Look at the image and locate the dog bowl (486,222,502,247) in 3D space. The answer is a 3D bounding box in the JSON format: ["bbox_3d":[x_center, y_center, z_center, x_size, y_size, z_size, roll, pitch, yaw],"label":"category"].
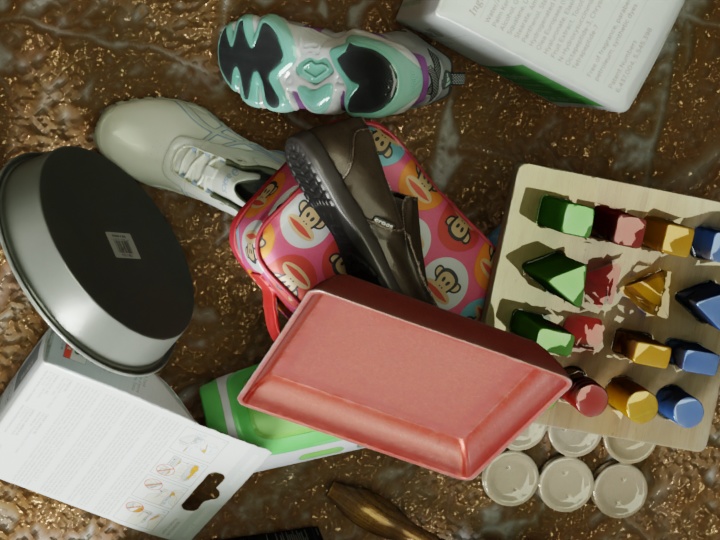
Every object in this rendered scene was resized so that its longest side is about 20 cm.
[{"bbox_3d":[0.170,0.036,1.450,0.050,0.111,0.200,-31,101,11],"label":"dog bowl"}]

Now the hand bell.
[{"bbox_3d":[0.060,0.237,1.496,0.200,0.104,0.104,28,93,2],"label":"hand bell"}]

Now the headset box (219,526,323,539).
[{"bbox_3d":[-0.117,0.286,1.420,0.200,0.174,0.093,-7,98,-8],"label":"headset box"}]

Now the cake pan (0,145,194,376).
[{"bbox_3d":[-0.199,-0.013,1.359,0.037,0.200,0.200,-32,102,23],"label":"cake pan"}]

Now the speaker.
[{"bbox_3d":[-0.029,0.111,1.456,0.200,0.088,0.089,-12,99,-6],"label":"speaker"}]

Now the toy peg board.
[{"bbox_3d":[0.203,0.035,1.343,0.199,0.098,0.200,11,96,-9],"label":"toy peg board"}]

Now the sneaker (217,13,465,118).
[{"bbox_3d":[-0.008,-0.163,1.424,0.140,0.200,0.078,-11,115,-51],"label":"sneaker"}]

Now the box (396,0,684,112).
[{"bbox_3d":[0.156,-0.247,1.376,0.171,0.199,0.200,27,93,-10],"label":"box"}]

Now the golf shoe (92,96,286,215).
[{"bbox_3d":[-0.118,-0.086,1.412,0.200,0.097,0.078,19,96,-9],"label":"golf shoe"}]

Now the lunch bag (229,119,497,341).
[{"bbox_3d":[0.000,0.000,1.367,0.176,0.082,0.200,-47,113,-13],"label":"lunch bag"}]

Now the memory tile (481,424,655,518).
[{"bbox_3d":[0.188,0.112,1.521,0.153,0.017,0.200,6,96,-9],"label":"memory tile"}]

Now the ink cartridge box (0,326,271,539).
[{"bbox_3d":[-0.193,0.135,1.417,0.200,0.050,0.162,22,134,-21],"label":"ink cartridge box"}]

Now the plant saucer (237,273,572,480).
[{"bbox_3d":[0.030,0.076,1.293,0.199,0.200,0.037,20,57,-10],"label":"plant saucer"}]

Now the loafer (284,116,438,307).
[{"bbox_3d":[0.021,-0.027,1.291,0.071,0.073,0.200,-35,113,-16],"label":"loafer"}]
